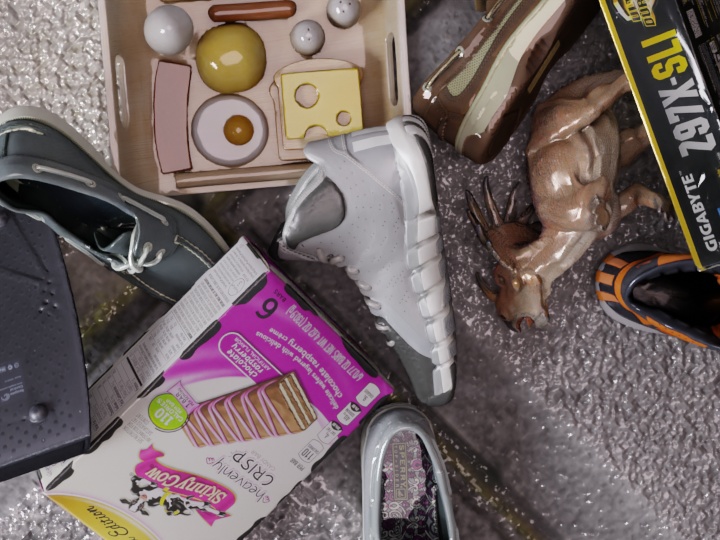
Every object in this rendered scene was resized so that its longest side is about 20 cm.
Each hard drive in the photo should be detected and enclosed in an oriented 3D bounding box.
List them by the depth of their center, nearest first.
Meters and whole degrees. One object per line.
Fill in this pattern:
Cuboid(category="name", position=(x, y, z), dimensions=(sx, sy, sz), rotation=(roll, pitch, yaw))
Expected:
Cuboid(category="hard drive", position=(-0.241, 0.045, 0.902), dimensions=(0.134, 0.042, 0.201), rotation=(-19, 58, -2))

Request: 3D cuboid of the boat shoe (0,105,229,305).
Cuboid(category="boat shoe", position=(-0.156, -0.022, 0.910), dimensions=(0.073, 0.062, 0.200), rotation=(-34, 124, 25))

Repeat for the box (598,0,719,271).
Cuboid(category="box", position=(0.218, -0.117, 0.911), dimensions=(0.049, 0.160, 0.201), rotation=(-18, 98, 27))

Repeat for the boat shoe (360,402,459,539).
Cuboid(category="boat shoe", position=(0.033, 0.193, 0.967), dimensions=(0.070, 0.072, 0.202), rotation=(-7, 95, -3))

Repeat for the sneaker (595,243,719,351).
Cuboid(category="sneaker", position=(0.259, 0.032, 0.948), dimensions=(0.199, 0.112, 0.078), rotation=(8, 95, -4))

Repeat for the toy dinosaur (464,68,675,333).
Cuboid(category="toy dinosaur", position=(0.136, -0.067, 0.953), dimensions=(0.086, 0.135, 0.201), rotation=(32, 66, -40))

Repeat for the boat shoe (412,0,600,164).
Cuboid(category="boat shoe", position=(0.105, -0.172, 0.942), dimensions=(0.075, 0.075, 0.203), rotation=(33, 81, 16))

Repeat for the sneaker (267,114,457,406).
Cuboid(category="sneaker", position=(0.000, 0.000, 0.942), dimensions=(0.115, 0.075, 0.201), rotation=(-8, 109, 3))

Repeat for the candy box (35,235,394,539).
Cuboid(category="candy box", position=(-0.096, 0.097, 0.931), dimensions=(0.200, 0.061, 0.136), rotation=(-45, 122, 1))

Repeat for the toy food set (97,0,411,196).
Cuboid(category="toy food set", position=(-0.067, -0.125, 0.939), dimensions=(0.199, 0.060, 0.145), rotation=(-5, 95, -3))
